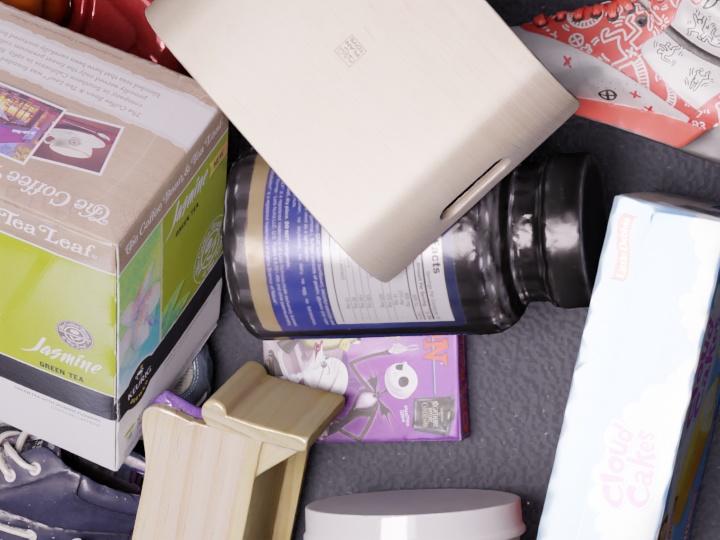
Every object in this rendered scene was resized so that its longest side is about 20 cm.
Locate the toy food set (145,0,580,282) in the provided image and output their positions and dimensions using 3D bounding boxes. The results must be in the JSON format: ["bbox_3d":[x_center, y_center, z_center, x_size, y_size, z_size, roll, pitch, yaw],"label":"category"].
[{"bbox_3d":[-0.001,-0.115,1.554,0.143,0.060,0.200,-42,84,9],"label":"toy food set"}]

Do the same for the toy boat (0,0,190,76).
[{"bbox_3d":[-0.196,-0.157,1.698,0.200,0.131,0.131,45,103,9],"label":"toy boat"}]

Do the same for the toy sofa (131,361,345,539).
[{"bbox_3d":[-0.081,0.157,1.690,0.097,0.083,0.200,15,109,13],"label":"toy sofa"}]

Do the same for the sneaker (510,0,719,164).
[{"bbox_3d":[0.147,-0.134,1.637,0.201,0.067,0.108,19,97,11],"label":"sneaker"}]

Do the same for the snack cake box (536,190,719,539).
[{"bbox_3d":[0.160,0.059,1.617,0.067,0.115,0.200,14,97,14],"label":"snack cake box"}]

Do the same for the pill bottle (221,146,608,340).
[{"bbox_3d":[0.032,-0.019,1.625,0.200,0.112,0.112,-2,92,14],"label":"pill bottle"}]

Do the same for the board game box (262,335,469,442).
[{"bbox_3d":[0.000,0.000,1.706,0.120,0.032,0.200,-3,92,12],"label":"board game box"}]

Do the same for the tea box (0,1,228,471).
[{"bbox_3d":[-0.190,-0.027,1.633,0.200,0.134,0.197,23,142,14],"label":"tea box"}]

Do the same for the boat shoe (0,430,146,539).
[{"bbox_3d":[-0.213,0.115,1.713,0.200,0.075,0.093,20,130,-12],"label":"boat shoe"}]

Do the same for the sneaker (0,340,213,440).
[{"bbox_3d":[-0.186,0.068,1.731,0.200,0.086,0.078,-4,92,16],"label":"sneaker"}]

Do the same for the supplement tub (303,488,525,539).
[{"bbox_3d":[0.034,0.229,1.646,0.145,0.145,0.200,-2,93,16],"label":"supplement tub"}]
